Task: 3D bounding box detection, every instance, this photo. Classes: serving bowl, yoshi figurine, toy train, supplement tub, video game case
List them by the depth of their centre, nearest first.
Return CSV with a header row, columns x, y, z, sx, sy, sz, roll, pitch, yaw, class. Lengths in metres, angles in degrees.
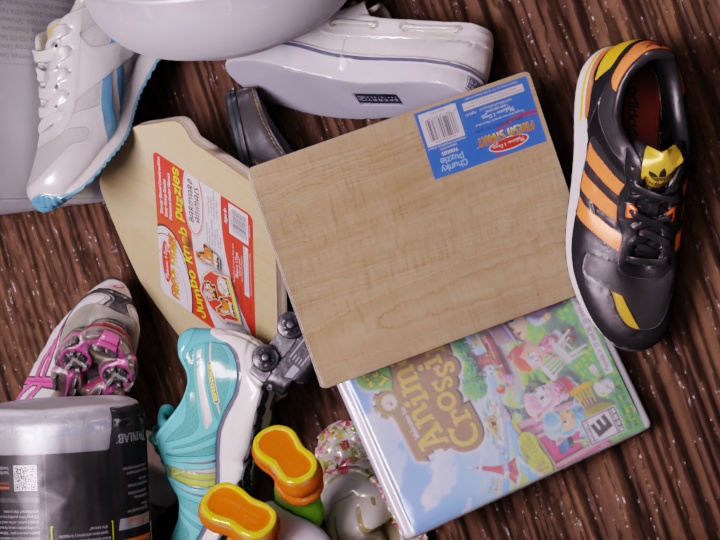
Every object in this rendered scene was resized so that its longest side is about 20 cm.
x,y,z,sx,sy,sz,roll,pitch,yaw,class
0.000,0.000,1.255,0.046,0.034,0.200,37,86,5,toy train
0.071,0.052,1.269,0.181,0.022,0.201,-25,81,0,video game case
-0.091,-0.190,1.294,0.199,0.200,0.066,3,119,24,serving bowl
-0.065,0.193,1.299,0.111,0.201,0.113,-7,48,3,yoshi figurine
-0.204,0.190,1.303,0.122,0.122,0.202,-2,91,25,supplement tub

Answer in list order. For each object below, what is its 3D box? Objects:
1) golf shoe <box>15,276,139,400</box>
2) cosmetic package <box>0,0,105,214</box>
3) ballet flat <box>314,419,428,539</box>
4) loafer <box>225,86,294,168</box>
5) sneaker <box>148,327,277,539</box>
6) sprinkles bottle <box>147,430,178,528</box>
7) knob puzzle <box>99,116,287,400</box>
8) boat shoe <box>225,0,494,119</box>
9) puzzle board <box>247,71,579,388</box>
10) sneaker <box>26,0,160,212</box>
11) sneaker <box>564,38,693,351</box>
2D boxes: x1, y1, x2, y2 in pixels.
x,y,z,sx,sy,sz,roll,pitch,yaw,class
-0.217,0.094,1.422,0.072,0.092,0.200,26,124,-17,golf shoe
-0.302,-0.141,1.394,0.166,0.166,0.202,-6,90,25,cosmetic package
0.015,0.199,1.314,0.075,0.064,0.201,-28,79,23,ballet flat
-0.033,-0.045,1.333,0.072,0.073,0.201,-26,86,3,loafer
-0.110,0.127,1.333,0.079,0.078,0.201,19,115,9,sneaker
-0.205,0.211,1.403,0.068,0.068,0.201,38,101,19,sprinkles bottle
-0.115,-0.026,1.348,0.219,0.030,0.221,33,138,35,knob puzzle
0.001,-0.151,1.315,0.199,0.071,0.070,6,65,30,boat shoe
0.042,-0.027,1.238,0.199,0.017,0.152,-20,93,-9,puzzle board
-0.200,-0.131,1.344,0.076,0.081,0.201,-22,41,49,sneaker
0.176,-0.048,1.206,0.069,0.090,0.202,-1,89,-12,sneaker
